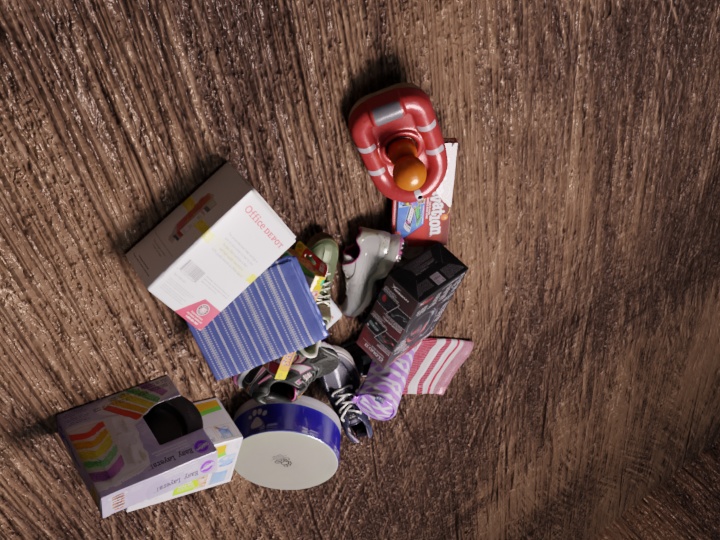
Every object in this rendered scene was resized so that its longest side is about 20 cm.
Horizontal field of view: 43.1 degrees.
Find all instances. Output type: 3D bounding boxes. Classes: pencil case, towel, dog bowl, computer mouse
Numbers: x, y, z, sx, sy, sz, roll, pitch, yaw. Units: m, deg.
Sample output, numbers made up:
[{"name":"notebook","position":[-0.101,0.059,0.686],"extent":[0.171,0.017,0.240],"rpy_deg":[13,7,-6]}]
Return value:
[{"name":"pencil case","position":[0.049,0.176,1.668],"extent":[0.084,0.084,0.201],"rpy_deg":[106,6,-50]},{"name":"towel","position":[-0.162,0.073,1.395],"extent":[0.197,0.024,0.146],"rpy_deg":[-22,107,10]},{"name":"dog bowl","position":[-0.134,0.309,1.636],"extent":[0.197,0.080,0.202],"rpy_deg":[1,137,1]},{"name":"computer mouse","position":[0.043,0.056,1.617],"extent":[0.059,0.034,0.201],"rpy_deg":[-61,179,-33]},{"name":"towel","position":[0.145,0.203,1.922],"extent":[0.198,0.023,0.145],"rpy_deg":[7,119,-46]}]

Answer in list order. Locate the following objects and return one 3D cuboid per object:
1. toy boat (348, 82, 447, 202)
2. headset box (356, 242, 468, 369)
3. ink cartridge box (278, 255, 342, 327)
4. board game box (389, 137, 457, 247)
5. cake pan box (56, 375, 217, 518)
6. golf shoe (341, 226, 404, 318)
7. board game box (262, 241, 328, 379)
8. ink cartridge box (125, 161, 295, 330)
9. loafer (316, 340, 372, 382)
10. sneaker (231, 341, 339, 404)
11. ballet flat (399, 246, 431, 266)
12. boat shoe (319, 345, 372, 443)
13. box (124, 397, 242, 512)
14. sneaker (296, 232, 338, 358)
[{"name":"toy boat","position":[0.066,-0.172,1.373],"extent":[0.129,0.132,0.201],"rpy_deg":[-19,140,8]},{"name":"headset box","position":[0.084,0.068,1.573],"extent":[0.148,0.075,0.201],"rpy_deg":[-32,156,-41]},{"name":"ink cartridge box","position":[-0.133,0.074,1.516],"extent":[0.162,0.050,0.200],"rpy_deg":[-43,146,-3]},{"name":"board game box","position":[0.103,-0.126,1.517],"extent":[0.101,0.020,0.202],"rpy_deg":[-3,127,-6]},{"name":"cake pan box","position":[-0.337,0.262,1.393],"extent":[0.198,0.184,0.053],"rpy_deg":[-17,136,-30]},{"name":"golf shoe","position":[0.000,0.000,1.566],"extent":[0.090,0.076,0.201],"rpy_deg":[22,129,-12]},{"name":"board game box","position":[-0.116,0.061,1.442],"extent":[0.030,0.095,0.202],"rpy_deg":[11,110,-43]},{"name":"ink cartridge box","position":[-0.211,-0.033,1.311],"extent":[0.200,0.083,0.145],"rpy_deg":[-42,144,-2]},{"name":"loafer","position":[0.004,0.173,1.726],"extent":[0.198,0.063,0.073],"rpy_deg":[-18,137,-30]},{"name":"sneaker","position":[-0.115,0.184,1.532],"extent":[0.198,0.086,0.081],"rpy_deg":[-13,135,-35]},{"name":"ballet flat","position":[0.097,-0.018,1.640],"extent":[0.071,0.068,0.202],"rpy_deg":[-6,135,-22]},{"name":"boat shoe","position":[-0.024,0.228,1.658],"extent":[0.074,0.093,0.201],"rpy_deg":[-24,132,3]},{"name":"box","position":[-0.313,0.305,1.525],"extent":[0.198,0.101,0.114],"rpy_deg":[-10,132,-37]},{"name":"sneaker","position":[-0.068,0.048,1.468],"extent":[0.066,0.090,0.203],"rpy_deg":[8,111,-32]}]
